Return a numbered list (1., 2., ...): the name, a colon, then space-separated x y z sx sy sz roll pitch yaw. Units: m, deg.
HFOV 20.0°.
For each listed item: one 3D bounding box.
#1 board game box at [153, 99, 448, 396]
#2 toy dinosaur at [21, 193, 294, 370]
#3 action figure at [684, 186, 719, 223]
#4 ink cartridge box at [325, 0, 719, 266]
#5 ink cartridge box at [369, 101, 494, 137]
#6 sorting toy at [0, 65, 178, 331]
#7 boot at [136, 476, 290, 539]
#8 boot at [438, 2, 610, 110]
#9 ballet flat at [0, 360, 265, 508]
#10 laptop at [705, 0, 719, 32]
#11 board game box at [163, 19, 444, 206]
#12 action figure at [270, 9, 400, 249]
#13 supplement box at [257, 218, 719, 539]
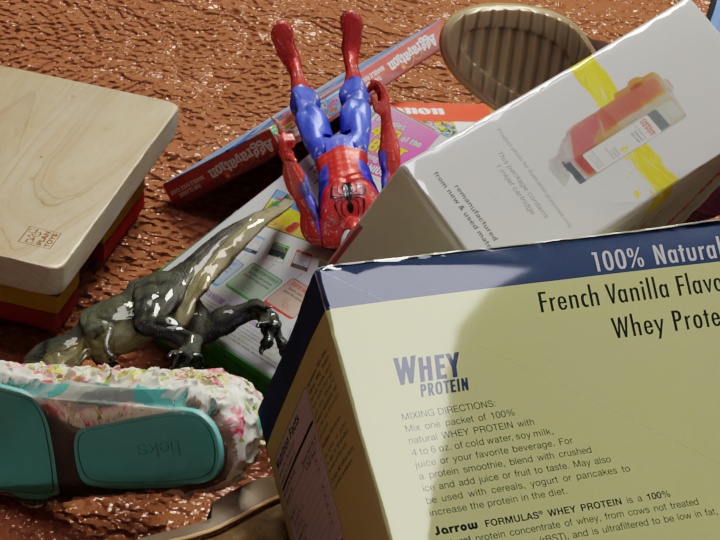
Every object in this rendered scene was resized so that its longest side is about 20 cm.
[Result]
1. board game box: 0.000 0.000 1.133 0.153 0.040 0.200 32 57 33
2. toy dinosaur: -0.092 0.024 1.065 0.200 0.047 0.088 -35 45 -22
3. action figure: 0.195 -0.049 1.198 0.149 0.200 0.134 -20 82 -33
4. ink cartridge box: 0.095 -0.036 1.036 0.200 0.145 0.083 -31 79 -27
5. ink cartridge box: 0.053 -0.070 1.295 0.109 0.050 0.200 0 34 -10
6. sorting toy: -0.231 -0.043 1.181 0.199 0.070 0.200 13 33 9
7. boot: -0.075 0.160 0.902 0.075 0.074 0.200 36 39 23
8. boot: 0.116 -0.126 1.326 0.200 0.072 0.166 16 4 -22
9. ballet flat: -0.131 0.077 0.997 0.200 0.076 0.064 4 17 25
10. laptop: 0.314 -0.142 1.411 0.177 0.103 0.200 16 33 14
11. board game box: -0.030 -0.102 1.300 0.103 0.019 0.200 -25 8 42
12. action figure: -0.016 -0.089 1.130 0.065 0.099 0.200 -11 47 -1
13. supplement box: 0.081 0.105 0.880 0.200 0.134 0.200 -7 62 -19
